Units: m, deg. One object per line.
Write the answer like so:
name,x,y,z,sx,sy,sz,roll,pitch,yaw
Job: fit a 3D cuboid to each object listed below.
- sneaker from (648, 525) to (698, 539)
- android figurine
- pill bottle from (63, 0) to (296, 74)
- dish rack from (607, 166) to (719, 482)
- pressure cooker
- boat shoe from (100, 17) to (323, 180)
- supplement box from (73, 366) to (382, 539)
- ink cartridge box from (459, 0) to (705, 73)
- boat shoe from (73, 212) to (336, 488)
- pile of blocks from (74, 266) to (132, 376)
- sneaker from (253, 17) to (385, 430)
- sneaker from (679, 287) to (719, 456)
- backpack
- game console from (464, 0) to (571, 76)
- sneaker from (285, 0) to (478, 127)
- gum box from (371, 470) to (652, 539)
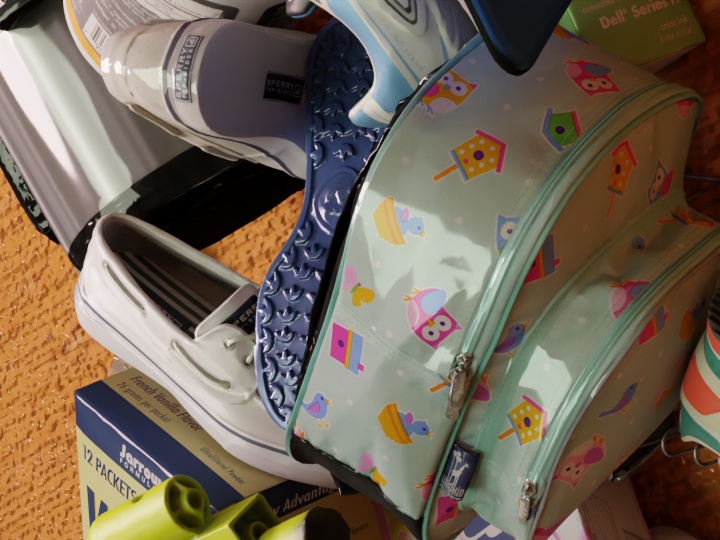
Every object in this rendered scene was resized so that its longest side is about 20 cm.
sneaker,0.110,0.184,1.238,0.200,0.082,0.074,-33,80,60
android figurine,-0.064,0.186,1.198,0.200,0.041,0.182,-27,101,39
pill bottle,-0.070,-0.165,1.170,0.117,0.116,0.200,64,156,9
dish rack,0.164,0.028,1.082,0.200,0.054,0.154,12,119,56
pressure cooker,-0.124,-0.115,1.344,0.200,0.178,0.176,60,154,8
boat shoe,-0.055,-0.083,1.154,0.070,0.200,0.071,11,92,27
supplement box,-0.036,0.143,1.333,0.134,0.200,0.200,34,135,41
ink cartridge box,0.065,-0.168,1.108,0.117,0.067,0.200,-31,82,61
boat shoe,-0.065,0.040,1.222,0.200,0.074,0.067,27,138,18
pile of blocks,-0.121,0.048,1.565,0.082,0.062,0.200,14,128,42
sneaker,0.006,-0.019,1.140,0.070,0.078,0.200,9,87,35
sneaker,0.217,0.080,0.965,0.200,0.070,0.093,29,139,9
backpack,0.068,0.002,1.006,0.153,0.176,0.200,27,130,26
game console,0.010,-0.188,0.952,0.171,0.118,0.200,10,133,57
sneaker,-0.014,-0.155,1.042,0.072,0.072,0.200,-30,-85,-83
gum box,0.087,0.168,1.166,0.113,0.066,0.200,-39,44,23
